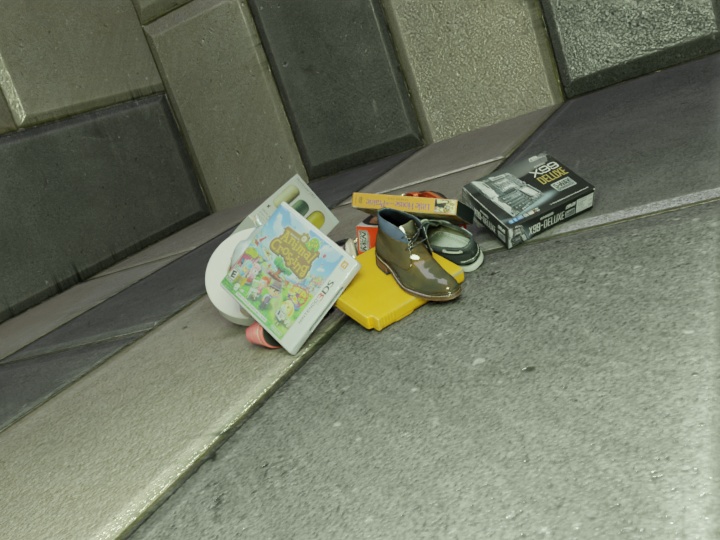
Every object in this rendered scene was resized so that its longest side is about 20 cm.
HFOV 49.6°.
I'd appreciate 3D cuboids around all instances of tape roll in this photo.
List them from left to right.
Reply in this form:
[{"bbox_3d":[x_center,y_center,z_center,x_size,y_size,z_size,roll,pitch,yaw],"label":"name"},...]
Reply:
[{"bbox_3d":[-0.210,0.010,1.548,0.198,0.206,0.037,-21,-29,-2],"label":"tape roll"}]

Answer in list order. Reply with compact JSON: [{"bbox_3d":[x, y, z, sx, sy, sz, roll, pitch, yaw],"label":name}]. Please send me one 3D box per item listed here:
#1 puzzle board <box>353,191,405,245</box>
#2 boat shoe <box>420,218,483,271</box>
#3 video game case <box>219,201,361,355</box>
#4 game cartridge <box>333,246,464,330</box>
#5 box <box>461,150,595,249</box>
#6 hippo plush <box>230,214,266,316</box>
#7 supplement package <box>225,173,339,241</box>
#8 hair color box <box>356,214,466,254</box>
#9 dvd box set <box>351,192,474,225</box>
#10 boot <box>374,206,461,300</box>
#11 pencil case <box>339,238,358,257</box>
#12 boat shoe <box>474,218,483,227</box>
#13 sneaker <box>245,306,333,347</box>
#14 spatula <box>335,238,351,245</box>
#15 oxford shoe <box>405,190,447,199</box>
[{"bbox_3d":[0.026,-0.093,1.743,0.200,0.017,0.151,-44,-2,0],"label":"puzzle board"},{"bbox_3d":[0.131,-0.062,1.384,0.197,0.061,0.076,18,63,37],"label":"boat shoe"},{"bbox_3d":[-0.120,0.008,1.297,0.199,0.022,0.183,38,89,31],"label":"video game case"},{"bbox_3d":[0.046,0.018,1.305,0.197,0.033,0.175,-29,37,-26],"label":"game cartridge"},{"bbox_3d":[0.311,-0.137,1.454,0.196,0.051,0.158,-24,43,-15],"label":"box"},{"bbox_3d":[-0.154,-0.007,1.428,0.199,0.160,0.161,-40,-15,-12],"label":"hippo plush"},{"bbox_3d":[-0.180,-0.079,1.747,0.150,0.152,0.200,-39,7,44],"label":"supplement package"},{"bbox_3d":[0.100,-0.068,1.512,0.195,0.063,0.101,4,22,22],"label":"hair color box"},{"bbox_3d":[0.098,-0.112,1.421,0.195,0.030,0.146,6,-1,22],"label":"dvd box set"},{"bbox_3d":[0.083,-0.027,1.243,0.074,0.099,0.199,-27,36,-27],"label":"boot"},{"bbox_3d":[-0.089,0.002,1.602,0.196,0.079,0.090,-22,30,-3],"label":"pencil case"},{"bbox_3d":[0.259,-0.114,1.583,0.064,0.075,0.200,-27,3,21],"label":"boat shoe"},{"bbox_3d":[-0.129,0.071,1.393,0.086,0.075,0.199,-10,17,44],"label":"sneaker"},{"bbox_3d":[-0.073,-0.043,1.737,0.056,0.021,0.199,-29,1,-32],"label":"spatula"},{"bbox_3d":[0.161,-0.137,1.615,0.071,0.073,0.200,-13,18,-18],"label":"oxford shoe"}]
